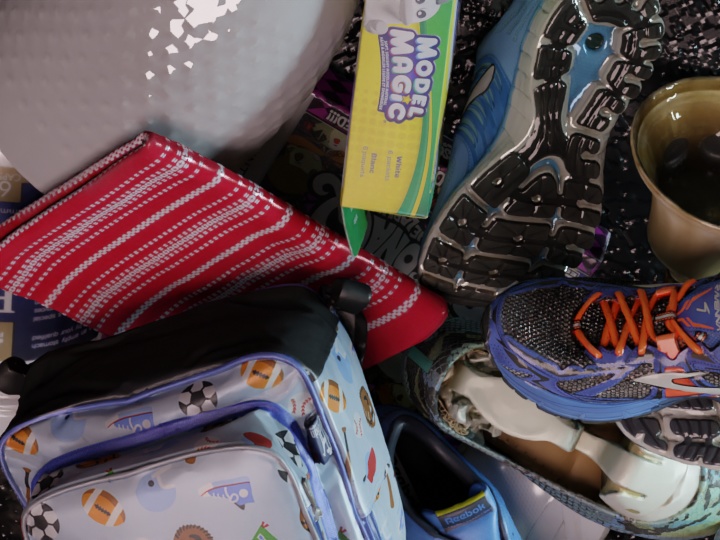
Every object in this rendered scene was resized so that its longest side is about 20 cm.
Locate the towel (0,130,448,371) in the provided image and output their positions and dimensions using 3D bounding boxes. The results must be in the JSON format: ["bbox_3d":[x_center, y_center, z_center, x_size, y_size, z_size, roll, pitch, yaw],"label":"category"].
[{"bbox_3d":[-0.072,0.008,1.445,0.200,0.023,0.144,30,136,-34],"label":"towel"}]

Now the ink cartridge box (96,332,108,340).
[{"bbox_3d":[-0.100,0.079,1.565,0.094,0.037,0.201,4,127,-20],"label":"ink cartridge box"}]

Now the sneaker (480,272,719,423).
[{"bbox_3d":[0.156,0.028,1.410,0.199,0.076,0.079,3,150,-5],"label":"sneaker"}]

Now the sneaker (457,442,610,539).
[{"bbox_3d":[0.095,0.162,1.606,0.087,0.075,0.201,-5,113,1],"label":"sneaker"}]

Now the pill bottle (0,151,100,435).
[{"bbox_3d":[-0.181,-0.011,1.541,0.111,0.111,0.201,11,124,6],"label":"pill bottle"}]

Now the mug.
[{"bbox_3d":[-0.093,-0.149,1.416,0.175,0.147,0.201,-41,68,39],"label":"mug"}]

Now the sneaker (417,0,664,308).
[{"bbox_3d":[0.084,-0.071,1.454,0.078,0.090,0.200,17,115,-22],"label":"sneaker"}]

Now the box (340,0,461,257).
[{"bbox_3d":[0.023,-0.114,1.401,0.048,0.117,0.201,9,115,1],"label":"box"}]

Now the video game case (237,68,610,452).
[{"bbox_3d":[0.000,0.000,1.551,0.200,0.036,0.181,30,125,-7],"label":"video game case"}]

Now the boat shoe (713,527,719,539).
[{"bbox_3d":[0.278,0.155,1.547,0.199,0.070,0.066,-7,133,-11],"label":"boat shoe"}]

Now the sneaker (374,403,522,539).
[{"bbox_3d":[0.059,0.155,1.519,0.200,0.066,0.078,55,158,-3],"label":"sneaker"}]

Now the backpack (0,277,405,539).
[{"bbox_3d":[-0.066,0.123,1.425,0.199,0.154,0.191,-14,121,20],"label":"backpack"}]

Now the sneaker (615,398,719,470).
[{"bbox_3d":[0.219,0.069,1.490,0.199,0.078,0.080,-1,162,-10],"label":"sneaker"}]

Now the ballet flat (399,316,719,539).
[{"bbox_3d":[0.111,0.088,1.503,0.199,0.074,0.074,23,125,-10],"label":"ballet flat"}]

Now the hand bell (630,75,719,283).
[{"bbox_3d":[0.164,0.008,1.503,0.104,0.104,0.200,17,138,2],"label":"hand bell"}]
